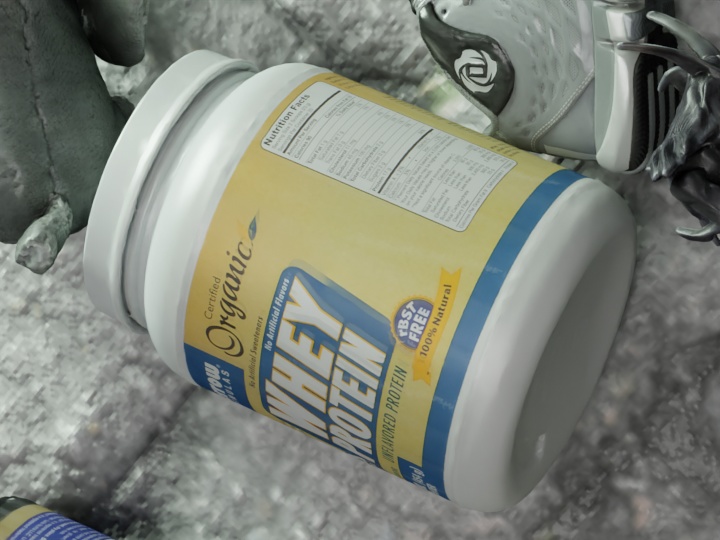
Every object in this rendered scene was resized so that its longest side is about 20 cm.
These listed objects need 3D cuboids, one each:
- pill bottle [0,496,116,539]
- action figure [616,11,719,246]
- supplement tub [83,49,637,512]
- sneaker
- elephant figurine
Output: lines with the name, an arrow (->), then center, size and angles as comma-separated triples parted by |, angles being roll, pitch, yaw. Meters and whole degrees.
pill bottle -> -0.099, 0.189, 1.206 | 0.199, 0.112, 0.113 | 22, 108, 18
action figure -> 0.181, -0.020, 1.043 | 0.102, 0.119, 0.201 | -22, 103, 27
supplement tub -> 0.000, 0.000, 1.107 | 0.199, 0.145, 0.146 | 23, 109, 18
sneaker -> 0.070, -0.141, 1.090 | 0.115, 0.075, 0.202 | 5, 103, 25
elephant figurine -> -0.158, -0.122, 1.152 | 0.154, 0.141, 0.201 | 11, 109, 26
